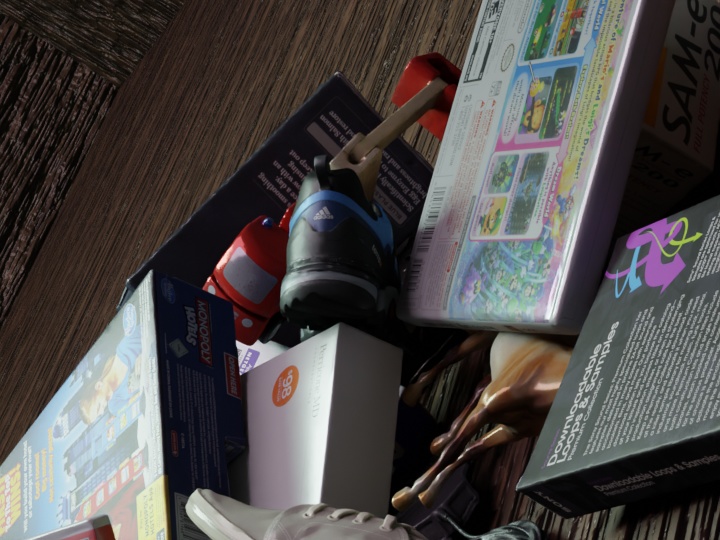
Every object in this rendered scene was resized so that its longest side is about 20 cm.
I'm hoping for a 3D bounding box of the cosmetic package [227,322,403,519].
[{"bbox_3d":[-0.048,0.146,1.278,0.150,0.051,0.201,-27,47,44],"label":"cosmetic package"}]

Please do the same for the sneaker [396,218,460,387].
[{"bbox_3d":[0.052,-0.001,1.454,0.200,0.060,0.104,-57,10,32],"label":"sneaker"}]

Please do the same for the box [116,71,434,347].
[{"bbox_3d":[-0.057,-0.012,1.604,0.200,0.117,0.197,-45,1,-9],"label":"box"}]

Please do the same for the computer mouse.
[{"bbox_3d":[0.054,0.136,1.204,0.059,0.034,0.200,-40,16,-9],"label":"computer mouse"}]

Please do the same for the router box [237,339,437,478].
[{"bbox_3d":[-0.076,0.140,1.400,0.179,0.049,0.201,16,71,36],"label":"router box"}]

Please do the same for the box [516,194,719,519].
[{"bbox_3d":[0.154,0.028,1.022,0.200,0.036,0.144,-24,37,59],"label":"box"}]

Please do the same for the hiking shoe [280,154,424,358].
[{"bbox_3d":[0.000,0.000,1.340,0.200,0.074,0.087,71,-158,-77],"label":"hiking shoe"}]

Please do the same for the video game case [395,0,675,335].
[{"bbox_3d":[0.090,-0.067,1.215,0.182,0.024,0.201,0,73,65],"label":"video game case"}]

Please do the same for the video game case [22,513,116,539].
[{"bbox_3d":[-0.157,0.241,1.240,0.142,0.201,0.017,-21,-5,36],"label":"video game case"}]

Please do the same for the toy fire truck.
[{"bbox_3d":[-0.009,-0.046,1.432,0.200,0.049,0.141,-35,-19,-53],"label":"toy fire truck"}]

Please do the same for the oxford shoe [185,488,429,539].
[{"bbox_3d":[-0.003,0.142,1.136,0.199,0.075,0.058,21,83,39],"label":"oxford shoe"}]

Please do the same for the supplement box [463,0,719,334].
[{"bbox_3d":[0.116,-0.062,1.301,0.200,0.073,0.127,-45,23,46],"label":"supplement box"}]

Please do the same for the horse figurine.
[{"bbox_3d":[0.078,0.059,1.215,0.132,0.050,0.200,-40,11,16],"label":"horse figurine"}]

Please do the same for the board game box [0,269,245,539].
[{"bbox_3d":[-0.146,0.139,1.324,0.200,0.061,0.201,-41,40,34],"label":"board game box"}]
